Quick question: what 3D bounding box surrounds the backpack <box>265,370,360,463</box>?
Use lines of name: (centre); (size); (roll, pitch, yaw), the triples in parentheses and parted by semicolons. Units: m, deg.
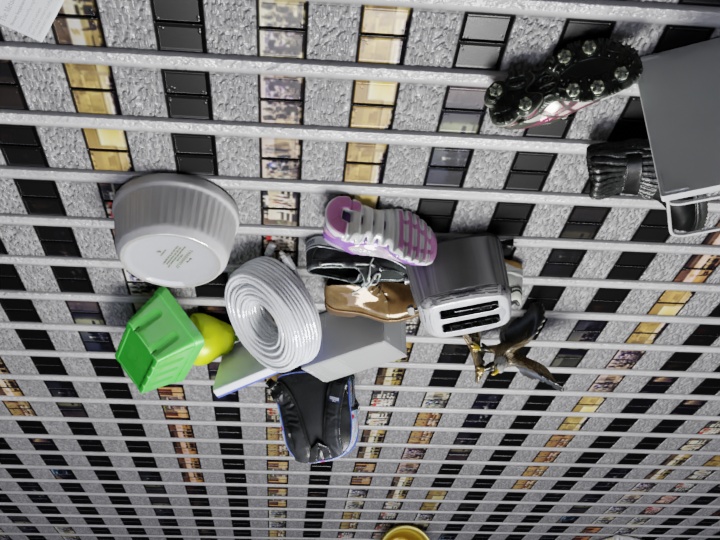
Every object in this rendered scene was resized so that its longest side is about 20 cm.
backpack: (-0.088, 0.311, 1.873); (0.196, 0.195, 0.154); (-9, 165, 15)

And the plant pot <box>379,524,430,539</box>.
plant pot: (0.145, 0.978, 3.009); (0.196, 0.205, 0.189); (2, 165, -4)

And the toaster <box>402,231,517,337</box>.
toaster: (0.170, 0.025, 1.430); (0.196, 0.131, 0.115); (-10, 140, 4)

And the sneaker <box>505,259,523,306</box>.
sneaker: (0.211, 0.058, 1.552); (0.074, 0.089, 0.200); (13, 148, -26)

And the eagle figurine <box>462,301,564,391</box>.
eagle figurine: (0.293, 0.157, 1.653); (0.197, 0.153, 0.152); (-15, 137, 37)

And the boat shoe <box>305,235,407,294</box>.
boat shoe: (0.001, -0.001, 1.466); (0.196, 0.069, 0.074); (16, 146, -26)

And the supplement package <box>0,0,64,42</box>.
supplement package: (-0.381, -0.337, 0.857); (0.197, 0.111, 0.113); (20, 144, -30)

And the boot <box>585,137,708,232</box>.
boot: (0.407, -0.119, 1.259); (0.155, 0.080, 0.213); (-15, 136, 11)

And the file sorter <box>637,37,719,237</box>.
file sorter: (0.426, -0.160, 1.077); (0.136, 0.204, 0.125); (-11, 150, 18)

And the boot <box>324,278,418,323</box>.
boot: (0.032, 0.041, 1.545); (0.195, 0.075, 0.076); (1, 140, 2)

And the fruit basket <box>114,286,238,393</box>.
fruit basket: (-0.337, 0.123, 1.642); (0.215, 0.156, 0.216); (-39, 172, -6)

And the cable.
cable: (-0.149, 0.077, 1.494); (0.069, 0.202, 0.200); (-32, 176, -39)

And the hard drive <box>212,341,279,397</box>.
hard drive: (-0.176, 0.155, 1.638); (0.197, 0.133, 0.026); (-23, 118, 17)

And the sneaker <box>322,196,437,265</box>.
sneaker: (0.024, -0.052, 1.382); (0.197, 0.082, 0.088); (17, 153, -18)

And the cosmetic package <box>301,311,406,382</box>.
cosmetic package: (-0.013, 0.127, 1.647); (0.197, 0.109, 0.090); (-17, 146, 29)

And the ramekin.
ramekin: (-0.287, -0.053, 1.351); (0.198, 0.096, 0.204); (0, 149, 0)

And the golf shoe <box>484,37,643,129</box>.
golf shoe: (0.256, -0.230, 1.101); (0.197, 0.079, 0.088); (-13, 168, 25)

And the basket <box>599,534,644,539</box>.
basket: (0.945, 1.079, 3.164); (0.195, 0.204, 0.160); (19, 147, -29)
